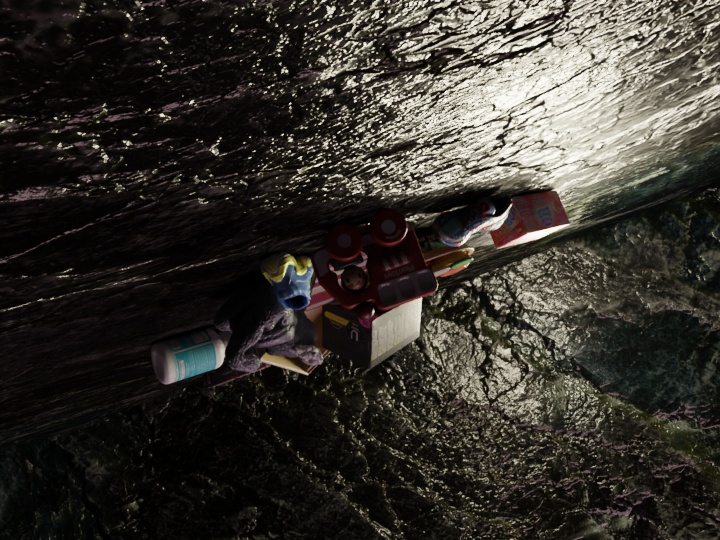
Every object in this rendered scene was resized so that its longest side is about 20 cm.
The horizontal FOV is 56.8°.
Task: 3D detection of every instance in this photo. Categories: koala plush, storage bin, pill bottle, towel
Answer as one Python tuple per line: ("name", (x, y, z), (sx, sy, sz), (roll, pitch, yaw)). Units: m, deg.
("koala plush", (-0.165, 0.120, 1.381), (0.200, 0.178, 0.184), (32, 108, -38))
("storage bin", (-0.139, 0.136, 1.604), (0.199, 0.094, 0.200), (-46, 145, 10))
("pill bottle", (-0.436, 0.218, 1.747), (0.199, 0.111, 0.111), (-14, 170, -33))
("towel", (-0.046, 0.009, 1.422), (0.144, 0.023, 0.200), (-19, 153, -28))

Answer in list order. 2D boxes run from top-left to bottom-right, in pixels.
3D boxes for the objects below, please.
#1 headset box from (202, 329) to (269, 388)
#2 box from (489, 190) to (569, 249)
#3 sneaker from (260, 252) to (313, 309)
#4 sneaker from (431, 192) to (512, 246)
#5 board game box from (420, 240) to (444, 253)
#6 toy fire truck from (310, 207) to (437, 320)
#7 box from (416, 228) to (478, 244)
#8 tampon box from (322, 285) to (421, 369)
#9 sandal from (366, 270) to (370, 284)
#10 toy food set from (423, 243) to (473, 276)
("headset box", (-0.357, 0.230, 1.895), (0.199, 0.149, 0.077), (-19, 173, -1))
("box", (0.403, -0.125, 1.612), (0.199, 0.095, 0.102), (-13, 168, -44))
("sneaker", (-0.129, 0.028, 1.264), (0.075, 0.105, 0.200), (-22, 171, 14))
("sneaker", (0.233, -0.118, 1.381), (0.199, 0.079, 0.096), (-24, 162, -31))
("board game box", (0.140, -0.025, 1.535), (0.134, 0.029, 0.200), (-26, 168, 25))
("toy fire truck", (0.022, -0.006, 1.186), (0.199, 0.169, 0.112), (-19, 172, -7))
("box", (0.164, -0.062, 1.610), (0.199, 0.049, 0.161), (-17, 169, -27))
("tampon box", (0.028, 0.115, 1.559), (0.149, 0.127, 0.200), (19, -151, 35))
("sandal", (-0.005, 0.002, 1.531), (0.077, 0.070, 0.212), (-24, 172, 24))
("toy food set", (0.157, -0.005, 1.462), (0.199, 0.049, 0.198), (-21, 169, 6))
